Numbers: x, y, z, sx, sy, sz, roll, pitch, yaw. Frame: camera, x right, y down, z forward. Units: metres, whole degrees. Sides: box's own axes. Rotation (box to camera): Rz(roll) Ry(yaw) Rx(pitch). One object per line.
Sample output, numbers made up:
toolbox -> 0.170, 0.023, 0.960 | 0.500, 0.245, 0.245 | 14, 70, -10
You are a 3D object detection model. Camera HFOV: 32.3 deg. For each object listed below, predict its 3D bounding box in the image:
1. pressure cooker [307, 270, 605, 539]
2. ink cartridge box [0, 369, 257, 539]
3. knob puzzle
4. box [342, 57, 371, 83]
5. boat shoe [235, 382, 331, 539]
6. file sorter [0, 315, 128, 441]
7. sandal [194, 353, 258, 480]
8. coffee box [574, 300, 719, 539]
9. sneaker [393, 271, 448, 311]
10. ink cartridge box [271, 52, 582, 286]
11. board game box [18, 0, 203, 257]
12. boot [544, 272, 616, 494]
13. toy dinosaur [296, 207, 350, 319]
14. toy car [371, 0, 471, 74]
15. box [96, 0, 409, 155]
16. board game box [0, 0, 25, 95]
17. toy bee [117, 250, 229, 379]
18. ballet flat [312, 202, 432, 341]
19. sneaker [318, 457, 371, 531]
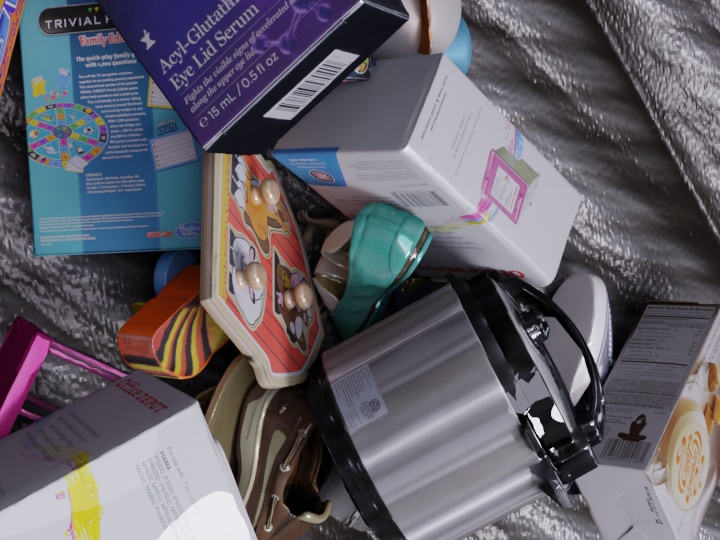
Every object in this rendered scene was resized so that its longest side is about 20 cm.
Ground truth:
pressure cooker -> 0.080, 0.101, 0.925 | 0.199, 0.179, 0.177 | -29, 93, 5
ink cartridge box -> -0.181, 0.177, 0.799 | 0.199, 0.145, 0.146 | -27, 105, -20
knob puzzle -> -0.061, -0.004, 0.927 | 0.030, 0.220, 0.222 | -14, 99, 15
box -> -0.078, -0.205, 0.941 | 0.037, 0.199, 0.138 | -7, 96, -47
boat shoe -> -0.063, 0.188, 0.991 | 0.075, 0.074, 0.204 | -31, 134, -52
file sorter -> -0.237, 0.156, 0.926 | 0.125, 0.139, 0.202 | 27, 83, -21
sandal -> -0.132, 0.152, 1.000 | 0.077, 0.069, 0.214 | -22, 127, -54
coffee box -> 0.268, 0.136, 1.096 | 0.200, 0.079, 0.115 | -53, 129, -36
sneaker -> 0.080, 0.055, 1.082 | 0.074, 0.088, 0.202 | -14, 75, 15
ink cartridge box -> 0.055, -0.071, 0.955 | 0.200, 0.144, 0.085 | 39, 66, -39
board game box -> -0.178, -0.115, 0.945 | 0.149, 0.047, 0.203 | -2, 93, 15
boot -> 0.211, 0.106, 1.138 | 0.090, 0.073, 0.202 | 10, 93, -32
toy dinosaur -> 0.001, -0.058, 1.062 | 0.101, 0.058, 0.201 | 43, 80, -33
toy car -> 0.019, -0.221, 0.974 | 0.182, 0.200, 0.179 | -9, 95, -20
box -> -0.089, -0.201, 0.831 | 0.148, 0.104, 0.201 | -41, 81, 18
board game box -> -0.339, -0.186, 0.820 | 0.198, 0.200, 0.202 | 14, 87, -8
toy bee -> -0.107, 0.026, 0.988 | 0.200, 0.130, 0.109 | -41, 130, -25
ballet flat -> 0.000, 0.000, 0.978 | 0.070, 0.200, 0.068 | 31, 64, 1
sneaker -> 0.056, 0.185, 1.083 | 0.199, 0.075, 0.107 | 25, 96, -21
